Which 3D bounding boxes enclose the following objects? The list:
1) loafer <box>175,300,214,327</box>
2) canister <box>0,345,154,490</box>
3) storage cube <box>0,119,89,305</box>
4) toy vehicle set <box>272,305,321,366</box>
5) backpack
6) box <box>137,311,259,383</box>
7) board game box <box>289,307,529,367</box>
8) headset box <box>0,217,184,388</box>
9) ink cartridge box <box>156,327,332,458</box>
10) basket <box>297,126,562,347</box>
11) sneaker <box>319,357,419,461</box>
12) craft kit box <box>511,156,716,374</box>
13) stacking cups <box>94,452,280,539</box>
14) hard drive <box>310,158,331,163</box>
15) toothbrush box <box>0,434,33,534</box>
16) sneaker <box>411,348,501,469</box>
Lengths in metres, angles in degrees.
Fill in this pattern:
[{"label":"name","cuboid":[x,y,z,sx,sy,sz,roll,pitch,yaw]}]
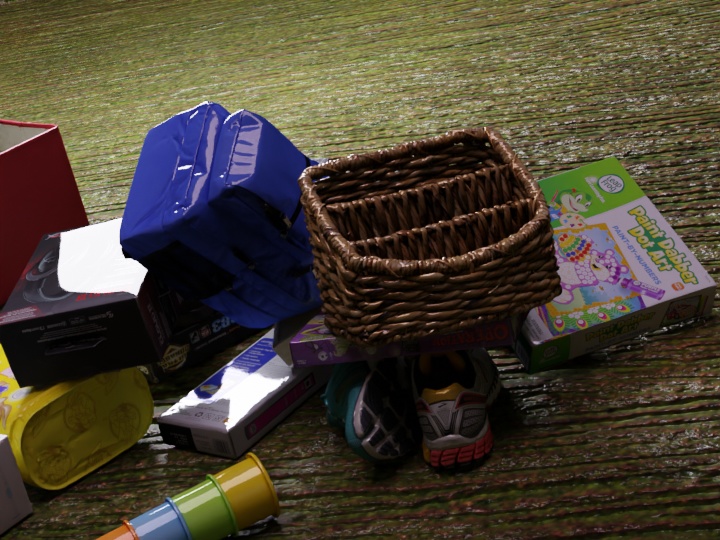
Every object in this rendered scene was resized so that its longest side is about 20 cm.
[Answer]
[{"label":"loafer","cuboid":[-0.176,-0.012,1.682,0.072,0.072,0.200,-10,24,6]},{"label":"canister","cuboid":[-0.318,0.134,1.533,0.148,0.087,0.199,-31,27,-33]},{"label":"storage cube","cuboid":[-0.474,-0.075,1.986,0.170,0.181,0.200,10,33,44]},{"label":"toy vehicle set","cuboid":[0.000,0.000,1.518,0.199,0.027,0.125,-34,26,20]},{"label":"backpack","cuboid":[-0.103,-0.042,1.469,0.167,0.200,0.163,-15,48,39]},{"label":"box","cuboid":[-0.197,0.039,1.727,0.198,0.050,0.199,-28,27,-29]},{"label":"board game box","cuboid":[0.047,0.048,1.389,0.199,0.033,0.120,-7,8,16]},{"label":"headset box","cuboid":[-0.254,0.029,1.503,0.148,0.078,0.200,-11,27,13]},{"label":"ink cartridge box","cuboid":[-0.098,0.112,1.517,0.094,0.037,0.200,5,32,37]},{"label":"basket","cuboid":[0.062,-0.031,1.328,0.199,0.150,0.143,-13,12,-17]},{"label":"sneaker","cuboid":[0.005,0.123,1.412,0.079,0.078,0.200,-30,15,12]},{"label":"craft kit box","cuboid":[0.206,-0.009,1.499,0.196,0.049,0.200,-16,48,-17]},{"label":"stacking cups","cuboid":[-0.167,0.216,1.285,0.199,0.061,0.060,-22,24,-17]},{"label":"hard drive","cuboid":[-0.082,-0.067,1.707,0.199,0.140,0.038,1,58,37]},{"label":"toothbrush box","cuboid":[-0.424,0.206,1.425,0.199,0.086,0.146,5,28,39]},{"label":"sneaker","cuboid":[0.085,0.094,1.390,0.077,0.083,0.200,-12,22,5]}]
